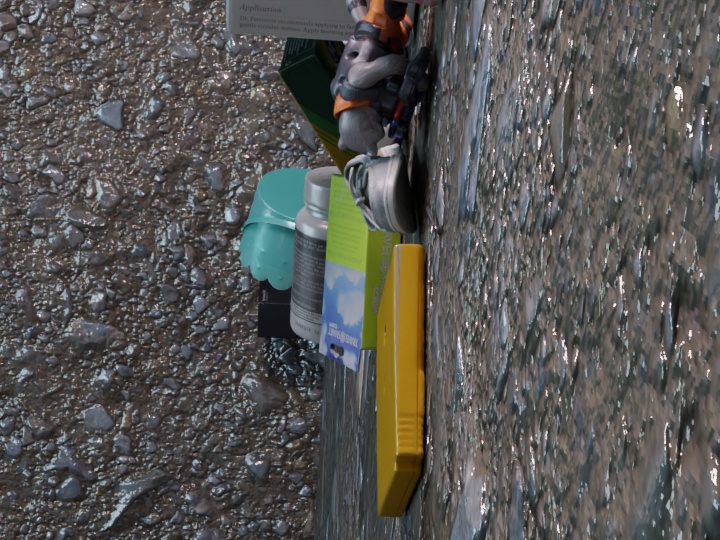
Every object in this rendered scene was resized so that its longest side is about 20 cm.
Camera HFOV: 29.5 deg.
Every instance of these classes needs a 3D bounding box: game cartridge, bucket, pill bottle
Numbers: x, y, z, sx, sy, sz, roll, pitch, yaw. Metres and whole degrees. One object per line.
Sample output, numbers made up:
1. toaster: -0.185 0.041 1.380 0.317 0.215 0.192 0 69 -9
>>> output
1. game cartridge: 0.036 0.103 1.228 0.177 0.032 0.203 101 169 -67
2. bucket: -0.099 -0.070 2.305 0.208 0.204 0.136 -92 12 -56
3. pill bottle: -0.028 -0.020 1.691 0.114 0.112 0.203 -95 8 -67

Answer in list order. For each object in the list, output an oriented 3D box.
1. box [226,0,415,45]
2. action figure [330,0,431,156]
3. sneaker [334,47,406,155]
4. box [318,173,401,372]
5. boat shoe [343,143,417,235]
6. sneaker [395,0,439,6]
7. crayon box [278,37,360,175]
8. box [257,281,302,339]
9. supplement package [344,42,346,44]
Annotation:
1. box: -0.039 -0.348 1.439 0.201 0.196 0.132 -90 5 -49
2. action figure: 0.013 -0.195 1.281 0.200 0.103 0.196 105 176 -72
3. sneaker: 0.013 -0.180 1.490 0.201 0.079 0.084 -86 -11 -47
4. box: 0.000 0.000 1.488 0.122 0.047 0.203 -162 74 -66
5. boat shoe: 0.016 -0.076 1.288 0.202 0.064 0.075 -93 -8 -73
6. sneaker: 0.023 -0.327 1.183 0.075 0.103 0.203 97 176 -72
7. crayon box: -0.017 -0.182 1.568 0.201 0.051 0.126 58 -160 -27
8. box: -0.169 0.079 3.460 0.201 0.179 0.105 -92 6 -61
9. supplement package: -0.044 -0.449 2.273 0.120 0.119 0.203 105 167 -76
